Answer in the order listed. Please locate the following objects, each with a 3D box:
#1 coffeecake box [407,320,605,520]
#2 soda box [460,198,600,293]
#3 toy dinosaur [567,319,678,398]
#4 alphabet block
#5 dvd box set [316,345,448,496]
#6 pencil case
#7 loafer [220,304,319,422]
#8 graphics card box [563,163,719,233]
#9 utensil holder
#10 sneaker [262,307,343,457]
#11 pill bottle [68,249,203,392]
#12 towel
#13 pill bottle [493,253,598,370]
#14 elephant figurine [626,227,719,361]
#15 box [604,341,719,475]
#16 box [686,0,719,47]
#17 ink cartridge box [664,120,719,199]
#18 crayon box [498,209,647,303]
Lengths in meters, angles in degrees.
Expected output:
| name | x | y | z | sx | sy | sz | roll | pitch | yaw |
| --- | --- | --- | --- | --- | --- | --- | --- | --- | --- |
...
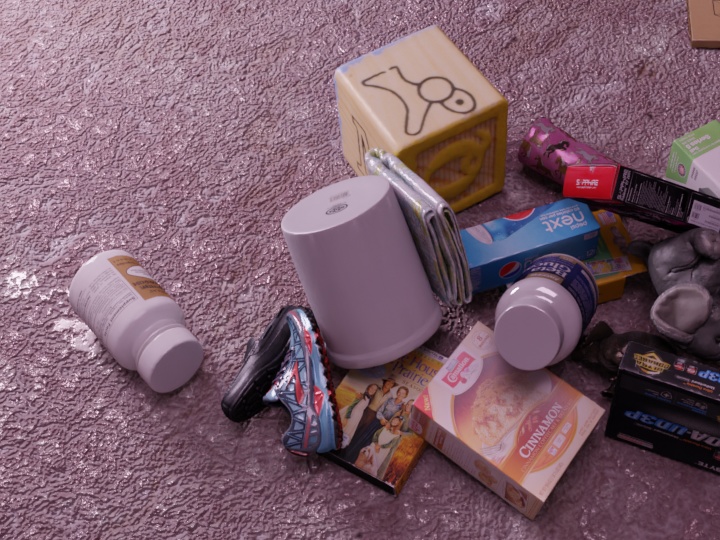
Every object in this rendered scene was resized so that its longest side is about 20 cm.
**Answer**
| name | x | y | z | sx | sy | sz | roll | pitch | yaw |
| --- | --- | --- | --- | --- | --- | --- | --- | --- | --- |
| coffeecake box | 0.183 | 0.187 | 1.333 | 0.199 | 0.073 | 0.154 | 35 | 63 | 16 |
| soda box | 0.227 | -0.036 | 1.458 | 0.197 | 0.065 | 0.069 | -16 | 53 | -7 |
| toy dinosaur | 0.368 | 0.116 | 1.386 | 0.196 | 0.077 | 0.104 | 4 | 60 | 12 |
| alphabet block | 0.091 | -0.211 | 1.585 | 0.193 | 0.198 | 0.201 | -26 | 55 | -12 |
| dvd box set | 0.036 | 0.182 | 1.397 | 0.145 | 0.030 | 0.201 | 24 | 60 | 22 |
| pencil case | 0.336 | -0.155 | 1.590 | 0.199 | 0.083 | 0.087 | 35 | 69 | 28 |
| loafer | -0.131 | 0.124 | 1.438 | 0.070 | 0.069 | 0.201 | 18 | 51 | 28 |
| graphics card box | 0.387 | -0.095 | 1.413 | 0.197 | 0.125 | 0.052 | 14 | 90 | -21 |
| utensil holder | 0.000 | 0.000 | 1.395 | 0.167 | 0.203 | 0.171 | -18 | 24 | 8 |
| sneaker | -0.085 | 0.141 | 1.362 | 0.094 | 0.080 | 0.203 | -13 | 60 | -1 |
| pill bottle | -0.310 | 0.072 | 1.462 | 0.114 | 0.115 | 0.200 | -36 | 58 | -20 |
| towel | 0.081 | -0.060 | 1.429 | 0.048 | 0.173 | 0.200 | -28 | 37 | -12 |
| pill bottle | 0.232 | 0.054 | 1.328 | 0.109 | 0.113 | 0.200 | 17 | 20 | 17 |
| elephant figurine | 0.445 | 0.056 | 1.380 | 0.139 | 0.155 | 0.204 | 14 | 73 | -19 |
| box | 0.407 | 0.177 | 1.283 | 0.197 | 0.160 | 0.046 | 18 | 55 | 18 |
| box | 0.666 | -0.445 | 1.813 | 0.196 | 0.021 | 0.166 | 2 | 53 | 8 |
| ink cartridge box | 0.521 | -0.086 | 1.478 | 0.083 | 0.147 | 0.201 | -24 | 54 | -14 |
| crayon box | 0.292 | -0.007 | 1.502 | 0.196 | 0.052 | 0.127 | -15 | 53 | -4 |
